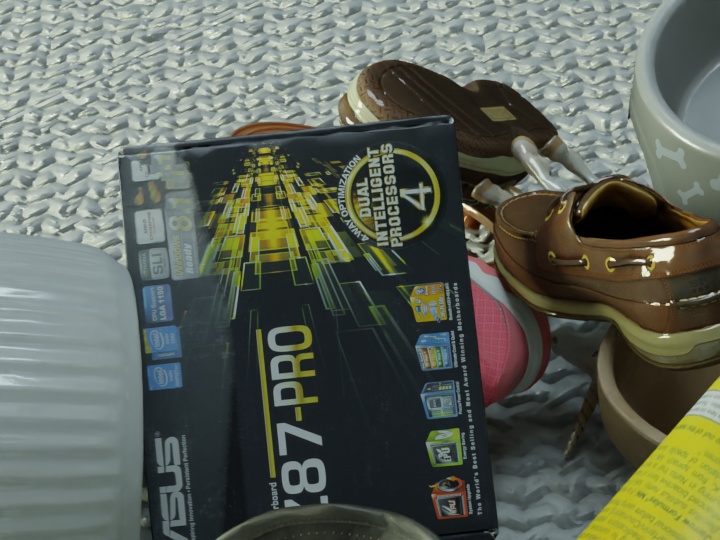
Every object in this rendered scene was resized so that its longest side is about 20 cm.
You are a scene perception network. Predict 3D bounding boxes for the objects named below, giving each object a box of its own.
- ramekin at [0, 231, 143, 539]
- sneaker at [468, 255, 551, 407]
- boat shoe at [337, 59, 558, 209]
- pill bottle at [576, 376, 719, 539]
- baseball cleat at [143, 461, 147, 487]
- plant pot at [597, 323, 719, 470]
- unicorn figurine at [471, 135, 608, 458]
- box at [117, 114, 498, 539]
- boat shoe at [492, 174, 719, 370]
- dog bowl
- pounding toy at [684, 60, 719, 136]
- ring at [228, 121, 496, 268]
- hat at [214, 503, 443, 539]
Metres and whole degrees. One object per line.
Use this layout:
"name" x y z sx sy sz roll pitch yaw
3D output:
"ramekin" -0.157 0.077 1.205 0.105 0.201 0.200 1 28 -12
"sneaker" 0.000 0.000 1.331 0.200 0.074 0.087 33 27 10
"boat shoe" 0.039 -0.059 1.448 0.075 0.075 0.202 47 19 22
"pill bottle" 0.141 0.130 1.078 0.200 0.114 0.114 -47 42 -11
"baseball cleat" -0.143 0.061 1.352 0.199 0.070 0.107 0 29 5
"plant pot" 0.210 0.079 1.254 0.200 0.093 0.201 -2 29 1
"unicorn figurine" 0.121 -0.006 1.411 0.137 0.074 0.200 45 33 11
"box" -0.025 0.035 1.264 0.161 0.201 0.049 -5 -7 1
"boat shoe" 0.121 -0.014 1.268 0.072 0.068 0.200 -22 22 -19
"dog bowl" 0.230 -0.093 1.380 0.199 0.059 0.200 -8 44 8
"pounding toy" 0.289 -0.065 1.482 0.184 0.142 0.200 8 47 21
"ring" 0.017 -0.029 1.480 0.200 0.019 0.201 20 19 -8
"hat" 0.003 0.191 1.033 0.200 0.201 0.081 19 3 35
